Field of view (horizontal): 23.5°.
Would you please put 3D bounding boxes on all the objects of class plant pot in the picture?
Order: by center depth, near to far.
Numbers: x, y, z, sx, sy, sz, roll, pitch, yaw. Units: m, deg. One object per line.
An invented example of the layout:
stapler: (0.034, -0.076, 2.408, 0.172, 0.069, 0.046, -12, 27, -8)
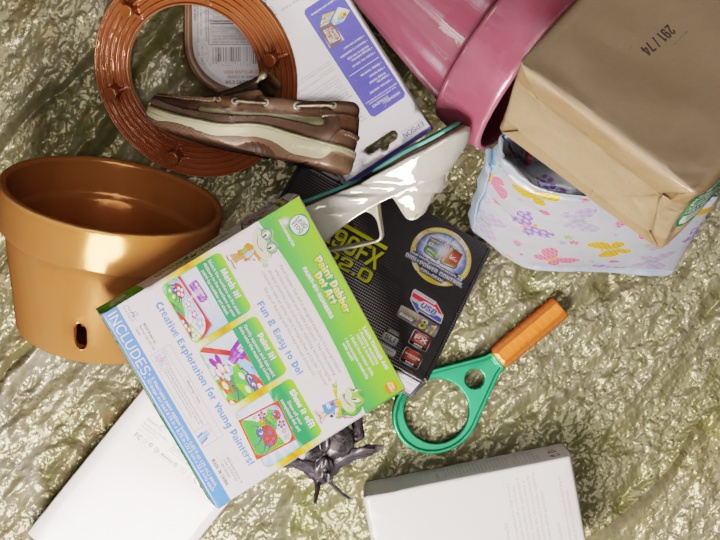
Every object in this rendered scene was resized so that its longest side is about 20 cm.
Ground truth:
plant pot: (0.100, -0.240, 1.560, 0.179, 0.200, 0.200, 39, 92, 11)
plant pot: (-0.233, -0.005, 1.561, 0.200, 0.200, 0.140, 10, 110, -3)

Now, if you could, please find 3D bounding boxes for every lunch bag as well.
lunch bag: (0.205, -0.080, 1.565, 0.200, 0.170, 0.127, 0, 66, -3)

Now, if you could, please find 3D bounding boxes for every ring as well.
ring: (-0.154, -0.179, 1.585, 0.200, 0.019, 0.201, 7, 114, 17)

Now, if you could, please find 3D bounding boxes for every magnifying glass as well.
magnifying glass: (0.115, 0.098, 1.662, 0.200, 0.022, 0.080, -40, 95, 3)

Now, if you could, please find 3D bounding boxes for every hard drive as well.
hard drive: (-0.203, 0.212, 1.651, 0.132, 0.026, 0.200, 39, 92, -5)

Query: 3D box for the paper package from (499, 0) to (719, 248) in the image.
paper package: (0.249, -0.155, 1.457, 0.191, 0.103, 0.200, 38, 64, 13)

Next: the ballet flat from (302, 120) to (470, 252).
ballet flat: (0.019, -0.063, 1.531, 0.200, 0.069, 0.069, -26, 95, 15)

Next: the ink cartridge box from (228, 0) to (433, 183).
ink cartridge box: (-0.027, -0.187, 1.590, 0.099, 0.039, 0.200, -33, 98, -1)

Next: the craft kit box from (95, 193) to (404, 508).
craft kit box: (-0.092, 0.067, 1.487, 0.197, 0.049, 0.200, -30, 102, -10)

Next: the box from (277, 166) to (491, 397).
box: (0.000, 0.000, 1.596, 0.200, 0.044, 0.160, 30, 62, -2)

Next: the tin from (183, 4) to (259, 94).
tin: (-0.110, -0.258, 1.615, 0.112, 0.042, 0.200, -1, 94, -7)

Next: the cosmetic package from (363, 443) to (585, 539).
cosmetic package: (0.108, 0.236, 1.645, 0.200, 0.074, 0.102, -10, 95, 0)

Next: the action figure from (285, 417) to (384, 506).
action figure: (-0.047, 0.125, 1.613, 0.119, 0.102, 0.200, -7, 74, -10)

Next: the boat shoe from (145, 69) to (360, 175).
boat shoe: (-0.092, -0.141, 1.540, 0.202, 0.075, 0.075, 14, 88, 16)
